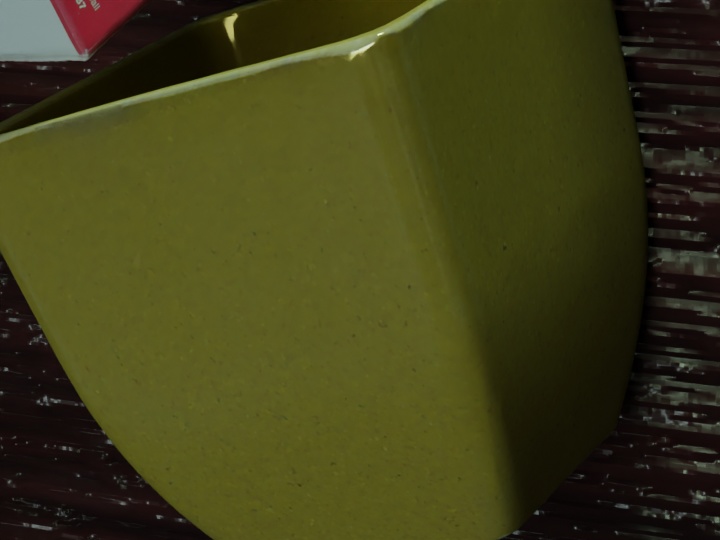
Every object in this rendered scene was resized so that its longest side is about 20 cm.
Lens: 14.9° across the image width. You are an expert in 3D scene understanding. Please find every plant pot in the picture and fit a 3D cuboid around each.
[{"bbox_3d":[0.000,0.000,1.046,0.194,0.194,0.201,-11,104,31],"label":"plant pot"}]

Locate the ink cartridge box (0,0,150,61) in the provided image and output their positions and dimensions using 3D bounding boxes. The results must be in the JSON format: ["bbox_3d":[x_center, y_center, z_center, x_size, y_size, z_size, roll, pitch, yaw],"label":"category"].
[{"bbox_3d":[-0.098,-0.193,1.025,0.083,0.200,0.146,2,129,43],"label":"ink cartridge box"}]
